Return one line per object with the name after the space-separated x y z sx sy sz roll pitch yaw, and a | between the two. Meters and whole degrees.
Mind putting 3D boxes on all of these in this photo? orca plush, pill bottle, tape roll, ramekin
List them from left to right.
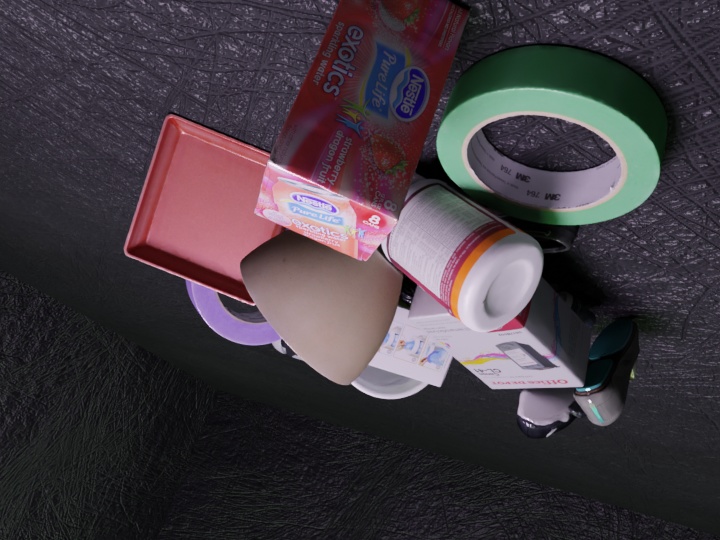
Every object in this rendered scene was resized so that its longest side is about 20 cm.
-0.165 0.008 0.916 0.199 0.201 0.085 30 174 -23 | tape roll
0.040 0.119 1.032 0.199 0.202 0.098 23 166 -8 | ramekin
0.090 -0.032 0.645 0.200 0.110 0.110 42 178 42 | pill bottle
0.172 -0.115 0.551 0.198 0.049 0.201 17 158 7 | tape roll
0.268 0.182 0.835 0.104 0.200 0.072 11 120 18 | orca plush

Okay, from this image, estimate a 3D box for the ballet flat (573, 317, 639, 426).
0.340 0.137 0.803 0.067 0.200 0.064 -26 97 43 | ballet flat

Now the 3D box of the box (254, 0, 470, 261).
0.002 -0.125 0.469 0.102 0.202 0.095 24 159 -8 | box

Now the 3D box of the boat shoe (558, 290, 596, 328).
0.284 0.091 0.912 0.062 0.075 0.200 32 149 -1 | boat shoe

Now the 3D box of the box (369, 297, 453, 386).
0.041 0.085 0.915 0.198 0.102 0.113 18 -166 -9 | box

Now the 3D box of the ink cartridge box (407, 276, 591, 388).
0.179 0.070 0.752 0.147 0.086 0.200 -13 136 45 | ink cartridge box

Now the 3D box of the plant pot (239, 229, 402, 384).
-0.028 0.015 0.717 0.200 0.134 0.200 47 -173 -8 | plant pot

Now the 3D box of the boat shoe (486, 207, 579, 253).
0.175 -0.040 0.713 0.068 0.057 0.199 30 157 -24 | boat shoe

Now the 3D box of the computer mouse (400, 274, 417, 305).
0.000 0.000 0.867 0.199 0.044 0.110 22 -163 -31 | computer mouse

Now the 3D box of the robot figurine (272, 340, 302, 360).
-0.103 0.141 1.301 0.198 0.126 0.151 15 155 13 | robot figurine

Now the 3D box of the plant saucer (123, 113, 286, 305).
-0.197 -0.081 0.810 0.198 0.202 0.037 21 -171 -2 | plant saucer
